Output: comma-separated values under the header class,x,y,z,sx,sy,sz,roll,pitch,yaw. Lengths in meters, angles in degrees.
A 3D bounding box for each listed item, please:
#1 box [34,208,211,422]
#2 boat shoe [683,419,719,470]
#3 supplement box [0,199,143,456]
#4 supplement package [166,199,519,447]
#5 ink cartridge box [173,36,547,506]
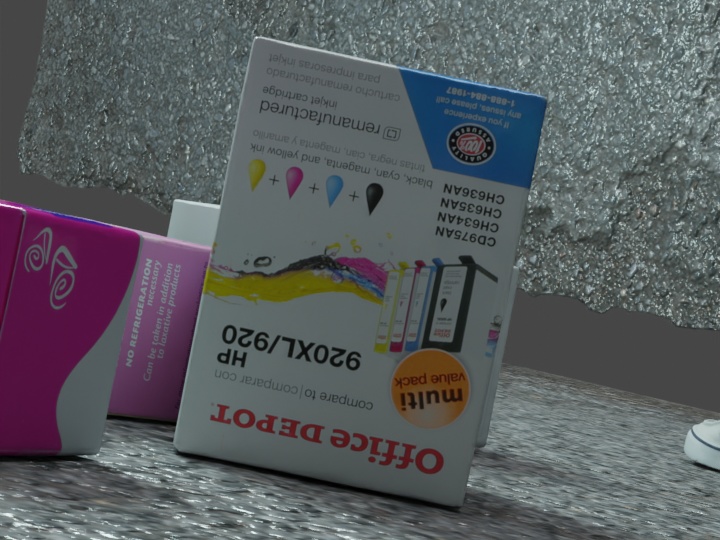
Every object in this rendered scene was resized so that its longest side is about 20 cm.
class,x,y,z,sx,sy,sz,roll,pitch,yaw
box,-0.185,0.014,1.154,0.175,0.097,0.199,12,1,43
boat shoe,0.310,0.128,1.634,0.071,0.066,0.200,11,1,-14
supplement box,-0.208,0.009,0.913,0.199,0.104,0.101,14,0,23
supplement package,-0.019,0.034,1.345,0.199,0.122,0.119,12,0,-41
ink cartridge box,0.000,0.000,1.068,0.146,0.202,0.145,12,3,0
